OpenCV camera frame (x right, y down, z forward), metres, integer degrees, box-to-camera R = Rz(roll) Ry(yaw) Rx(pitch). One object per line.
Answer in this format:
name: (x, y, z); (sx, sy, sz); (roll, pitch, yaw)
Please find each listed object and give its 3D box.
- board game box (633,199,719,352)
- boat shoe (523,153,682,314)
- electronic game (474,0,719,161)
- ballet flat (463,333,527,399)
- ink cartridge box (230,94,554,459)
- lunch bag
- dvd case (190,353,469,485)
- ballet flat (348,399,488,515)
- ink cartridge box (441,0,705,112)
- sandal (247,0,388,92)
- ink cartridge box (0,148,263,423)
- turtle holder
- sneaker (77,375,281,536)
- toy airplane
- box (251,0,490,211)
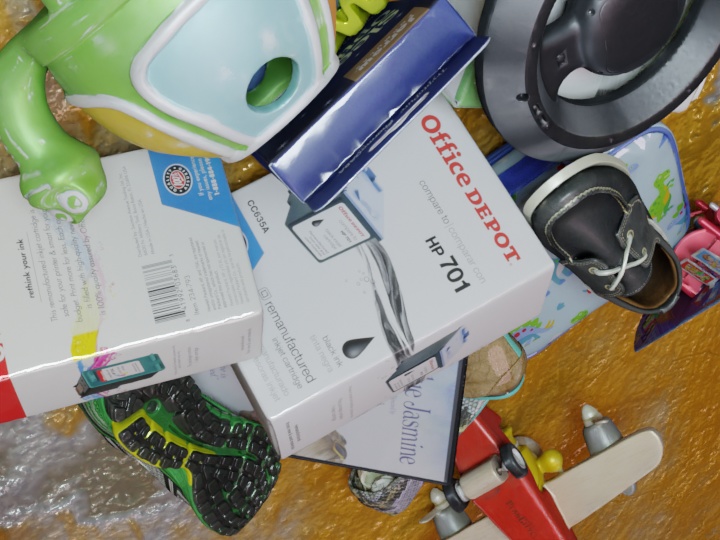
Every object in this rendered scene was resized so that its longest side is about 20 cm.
board game box: (0.268, -0.025, 0.995); (0.159, 0.039, 0.200); (-55, -177, -27)
boat shoe: (0.164, -0.020, 0.810); (0.072, 0.068, 0.200); (-39, 152, 11)
electronic game: (0.149, -0.150, 0.712); (0.198, 0.042, 0.202); (-21, 136, -21)
ballet flat: (0.020, 0.060, 0.894); (0.198, 0.068, 0.073); (-6, 126, 28)
ink cartridge box: (0.000, 0.000, 0.789); (0.198, 0.147, 0.086); (-28, 159, -9)
lunch bag: (0.143, -0.036, 0.919); (0.199, 0.083, 0.161); (-36, 141, -1)
dvd case: (-0.027, 0.086, 0.874); (0.197, 0.018, 0.144); (9, 133, 7)
ballet flat: (0.050, 0.118, 1.015); (0.071, 0.072, 0.202); (11, 119, -42)
ink cartridge box: (0.141, -0.181, 0.775); (0.198, 0.085, 0.147); (-3, 129, -34)
sandal: (-0.035, -0.159, 0.693); (0.200, 0.080, 0.087); (-42, 105, 17)
ink cartridge box: (-0.163, 0.009, 0.695); (0.197, 0.117, 0.067); (-13, 157, -12)
turtle holder: (-0.091, -0.112, 0.600); (0.132, 0.140, 0.186); (48, 64, -21)
sneaker: (-0.124, 0.113, 0.872); (0.078, 0.085, 0.201); (-52, 135, -18)
toy airplane: (0.154, 0.206, 1.115); (0.197, 0.142, 0.202); (8, 117, 0)
box: (-0.005, -0.095, 0.672); (0.121, 0.200, 0.032); (-44, 106, -1)
